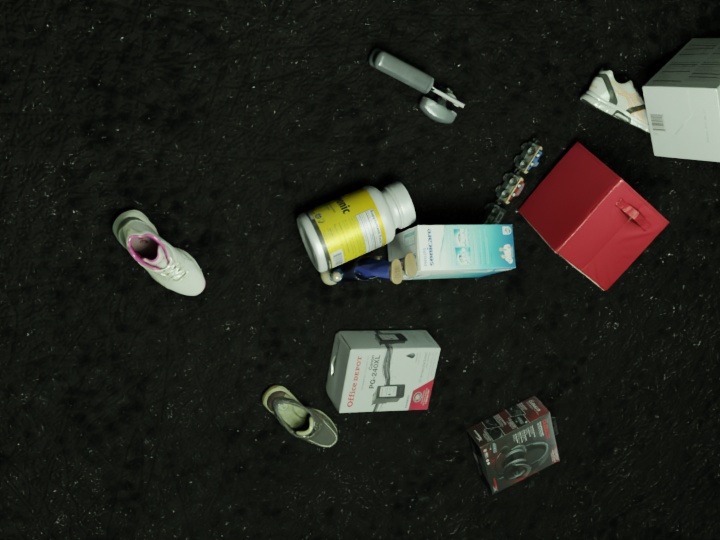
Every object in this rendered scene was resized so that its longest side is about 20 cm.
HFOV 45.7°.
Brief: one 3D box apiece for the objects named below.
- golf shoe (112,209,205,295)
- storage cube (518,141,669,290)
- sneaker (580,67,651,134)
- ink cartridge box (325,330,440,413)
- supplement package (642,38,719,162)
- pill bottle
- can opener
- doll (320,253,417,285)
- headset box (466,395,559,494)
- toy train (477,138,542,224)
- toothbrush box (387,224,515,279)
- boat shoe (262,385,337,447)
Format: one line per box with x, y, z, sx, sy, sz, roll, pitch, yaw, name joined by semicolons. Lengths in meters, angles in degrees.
-0.336;-0.013;1.444;0.075;0.092;0.200;-45;123;2;golf shoe
0.448;-0.106;1.661;0.170;0.201;0.180;31;106;-31;storage cube
0.522;-0.325;1.655;0.198;0.074;0.081;18;104;-28;sneaker
0.043;0.200;1.702;0.197;0.083;0.147;1;114;-23;ink cartridge box
0.661;-0.328;1.625;0.200;0.150;0.153;-41;125;-28;supplement package
-0.006;-0.084;1.532;0.198;0.111;0.112;-23;121;-11;pill bottle
0.096;-0.317;1.497;0.198;0.053;0.067;20;104;-27;can opener
0.000;0.000;1.539;0.136;0.198;0.049;-21;103;-45;doll
0.353;0.388;1.921;0.198;0.077;0.150;-23;120;-9;headset box
0.295;-0.163;1.662;0.045;0.034;0.202;22;105;-32;toy train
0.167;-0.033;1.596;0.197;0.146;0.087;-3;84;-20;toothbrush box
-0.114;0.303;1.697;0.072;0.066;0.201;-45;122;2;boat shoe
